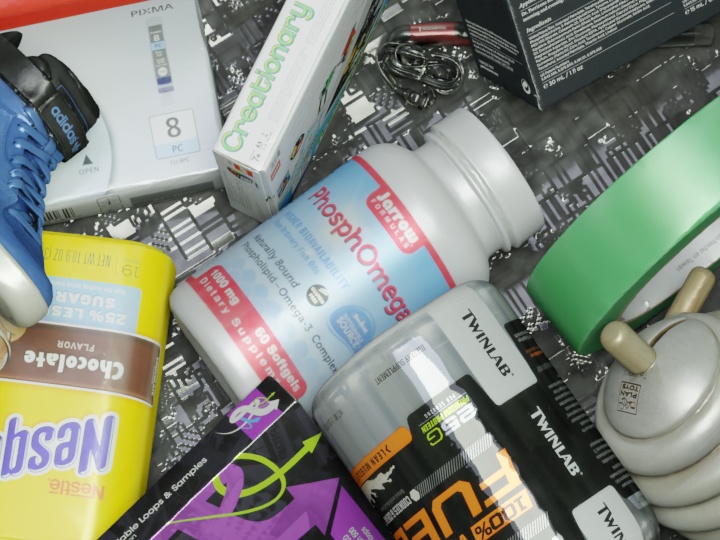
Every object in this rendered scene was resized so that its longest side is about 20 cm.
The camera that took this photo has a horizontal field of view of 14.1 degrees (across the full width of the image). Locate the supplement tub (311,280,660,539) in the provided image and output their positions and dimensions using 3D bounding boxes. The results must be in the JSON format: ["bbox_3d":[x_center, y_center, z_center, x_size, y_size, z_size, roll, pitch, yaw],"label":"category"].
[{"bbox_3d":[0.074,0.117,1.532,0.122,0.123,0.200,-35,81,-6],"label":"supplement tub"}]

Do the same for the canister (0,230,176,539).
[{"bbox_3d":[-0.184,0.083,1.626,0.147,0.087,0.201,6,76,5],"label":"canister"}]

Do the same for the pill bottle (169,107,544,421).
[{"bbox_3d":[0.000,0.000,1.624,0.200,0.109,0.109,-37,78,-6],"label":"pill bottle"}]

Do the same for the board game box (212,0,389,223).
[{"bbox_3d":[-0.022,-0.132,1.646,0.034,0.126,0.201,24,79,7],"label":"board game box"}]

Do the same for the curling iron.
[{"bbox_3d":[0.107,-0.128,1.694,0.199,0.026,0.050,-8,98,-4],"label":"curling iron"}]

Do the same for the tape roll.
[{"bbox_3d":[0.180,-0.035,1.578,0.200,0.200,0.048,-38,80,-6],"label":"tape roll"}]

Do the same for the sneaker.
[{"bbox_3d":[-0.187,-0.060,1.591,0.111,0.077,0.200,-31,45,-8],"label":"sneaker"}]

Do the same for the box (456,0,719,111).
[{"bbox_3d":[0.146,-0.203,1.629,0.199,0.079,0.142,-28,122,-16],"label":"box"}]

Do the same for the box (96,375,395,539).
[{"bbox_3d":[-0.079,0.173,1.579,0.200,0.143,0.036,-43,40,-6],"label":"box"}]

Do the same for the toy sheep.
[{"bbox_3d":[0.194,0.079,1.577,0.200,0.138,0.138,38,78,-31],"label":"toy sheep"}]

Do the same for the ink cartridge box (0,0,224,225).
[{"bbox_3d":[-0.170,-0.131,1.692,0.159,0.047,0.201,-12,79,0],"label":"ink cartridge box"}]
